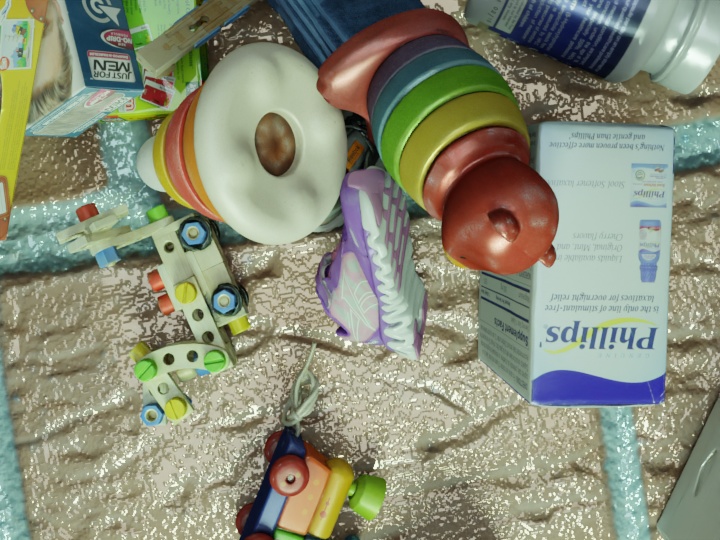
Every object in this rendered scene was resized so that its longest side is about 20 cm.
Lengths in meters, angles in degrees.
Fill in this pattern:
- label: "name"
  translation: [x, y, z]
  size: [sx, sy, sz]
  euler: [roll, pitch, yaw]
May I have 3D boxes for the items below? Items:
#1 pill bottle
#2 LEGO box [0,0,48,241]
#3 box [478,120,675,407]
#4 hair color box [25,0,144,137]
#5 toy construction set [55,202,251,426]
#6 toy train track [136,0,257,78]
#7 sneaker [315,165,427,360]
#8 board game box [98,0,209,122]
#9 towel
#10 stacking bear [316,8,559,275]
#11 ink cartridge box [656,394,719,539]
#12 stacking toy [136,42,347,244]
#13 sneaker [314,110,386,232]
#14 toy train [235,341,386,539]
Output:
- label: "pill bottle"
  translation: [0.194, -0.224, 0.781]
  size: [0.197, 0.120, 0.122]
  euler: [22, 94, -1]
- label: "LEGO box"
  translation: [-0.330, -0.143, 0.750]
  size: [0.148, 0.077, 0.203]
  euler: [29, 112, 32]
- label: "box"
  translation: [0.163, -0.010, 0.763]
  size: [0.103, 0.184, 0.204]
  euler: [1, 95, -5]
- label: "hair color box"
  translation: [-0.246, -0.220, 0.763]
  size: [0.099, 0.060, 0.204]
  euler: [-20, 83, 38]
- label: "toy construction set"
  translation: [-0.168, 0.024, 0.817]
  size: [0.129, 0.092, 0.203]
  euler: [-25, 105, 2]
- label: "toy train track"
  translation: [-0.104, -0.217, 0.793]
  size: [0.115, 0.033, 0.200]
  euler: [42, 63, 7]
- label: "sneaker"
  translation: [0.000, 0.000, 0.781]
  size: [0.087, 0.202, 0.081]
  euler: [4, 51, 15]
- label: "board game box"
  translation: [-0.185, -0.232, 0.814]
  size: [0.099, 0.048, 0.204]
  euler: [-3, 94, -1]
- label: "towel"
  translation: [-0.023, -0.236, 0.776]
  size: [0.111, 0.049, 0.201]
  euler: [-29, 76, -25]
- label: "stacking bear"
  translation: [0.068, -0.080, 0.671]
  size: [0.113, 0.121, 0.202]
  euler: [-38, 53, 14]
- label: "ink cartridge box"
  translation: [0.381, 0.216, 0.799]
  size: [0.197, 0.145, 0.149]
  euler: [24, 95, -1]
- label: "stacking toy"
  translation: [-0.121, -0.095, 0.768]
  size: [0.198, 0.145, 0.149]
  euler: [1, 96, 44]
- label: "sneaker"
  translation: [0.011, -0.114, 0.808]
  size: [0.074, 0.079, 0.201]
  euler: [38, 92, -1]
- label: "toy train"
  translation: [-0.026, 0.177, 0.831]
  size: [0.114, 0.085, 0.203]
  euler: [22, 94, -12]
